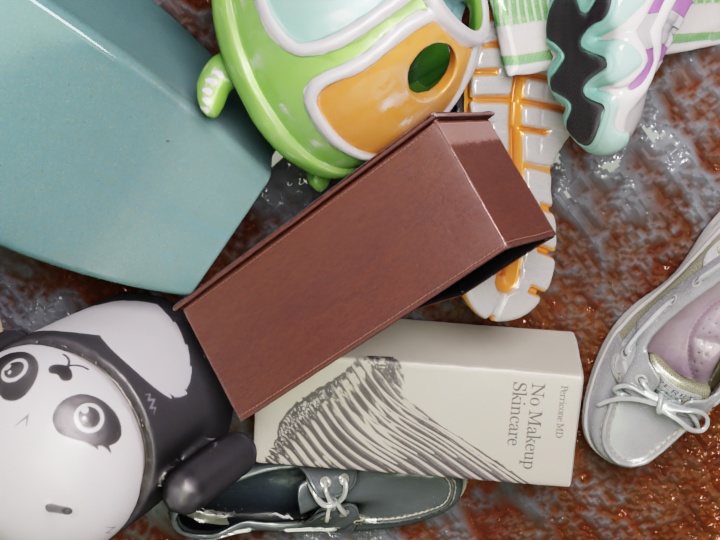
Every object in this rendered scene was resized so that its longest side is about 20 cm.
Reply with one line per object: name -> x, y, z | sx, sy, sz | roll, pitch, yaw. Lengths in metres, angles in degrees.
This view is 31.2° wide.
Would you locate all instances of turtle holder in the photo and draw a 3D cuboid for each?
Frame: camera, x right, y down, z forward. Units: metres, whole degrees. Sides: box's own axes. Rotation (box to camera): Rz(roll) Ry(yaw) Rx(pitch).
turtle holder -> -0.001, -0.145, 0.695 | 0.131, 0.186, 0.141 | -23, 125, 32

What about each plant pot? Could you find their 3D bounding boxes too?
plant pot -> -0.155, -0.085, 0.731 | 0.199, 0.142, 0.142 | 31, 110, -15

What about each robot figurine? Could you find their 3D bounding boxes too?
robot figurine -> -0.150, 0.083, 0.753 | 0.150, 0.200, 0.125 | -17, 97, 25

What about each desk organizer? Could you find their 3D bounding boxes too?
desk organizer -> 0.000, 0.000, 0.706 | 0.200, 0.072, 0.077 | -35, 79, 29

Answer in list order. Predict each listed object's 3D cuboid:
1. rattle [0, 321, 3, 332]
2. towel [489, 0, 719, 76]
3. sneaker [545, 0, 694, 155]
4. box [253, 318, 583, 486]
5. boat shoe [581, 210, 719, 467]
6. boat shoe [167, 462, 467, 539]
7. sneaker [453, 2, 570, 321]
rattle -> -0.317, 0.027, 0.779 | 0.130, 0.143, 0.201 | -1, 125, 43
towel -> 0.133, -0.211, 0.689 | 0.152, 0.023, 0.201 | -12, 110, -20
sneaker -> 0.173, -0.160, 0.665 | 0.139, 0.078, 0.201 | -4, 106, -21
box -> 0.035, 0.079, 0.809 | 0.199, 0.068, 0.083 | 3, 110, 4
boat shoe -> 0.205, 0.042, 0.784 | 0.074, 0.065, 0.202 | 33, 109, -7
boat shoe -> -0.029, 0.149, 0.843 | 0.199, 0.062, 0.073 | -1, 110, 5
sneaker -> 0.078, -0.075, 0.750 | 0.078, 0.077, 0.201 | 11, 93, -22
